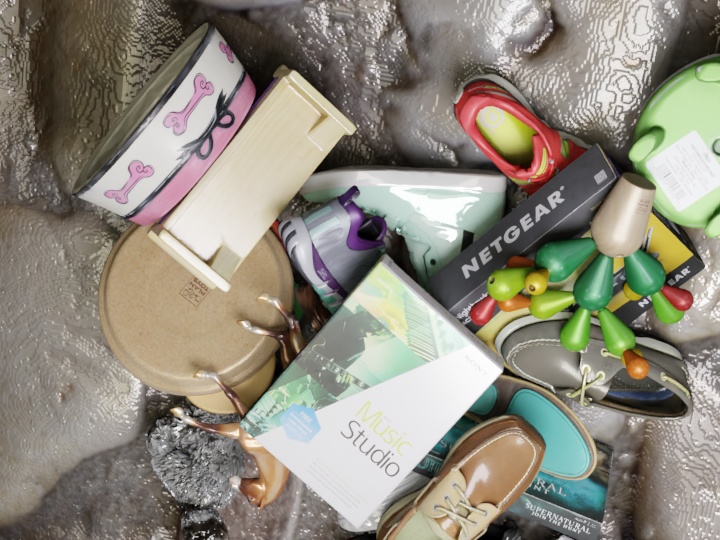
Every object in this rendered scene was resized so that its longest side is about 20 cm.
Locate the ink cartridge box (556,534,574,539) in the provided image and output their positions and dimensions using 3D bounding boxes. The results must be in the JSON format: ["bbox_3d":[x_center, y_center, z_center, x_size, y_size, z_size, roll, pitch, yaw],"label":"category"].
[{"bbox_3d":[0.187,0.367,1.285,0.144,0.084,0.200,28,113,-34],"label":"ink cartridge box"}]

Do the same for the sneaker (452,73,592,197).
[{"bbox_3d":[0.161,-0.094,1.195,0.199,0.085,0.077,35,109,-8],"label":"sneaker"}]

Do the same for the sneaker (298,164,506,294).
[{"bbox_3d":[0.035,-0.037,1.248,0.198,0.074,0.120,4,100,9],"label":"sneaker"}]

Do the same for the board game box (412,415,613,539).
[{"bbox_3d":[0.136,0.173,1.249,0.198,0.135,0.028,21,117,6],"label":"board game box"}]

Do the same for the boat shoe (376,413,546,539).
[{"bbox_3d":[0.084,0.209,1.162,0.075,0.074,0.200,40,117,-4],"label":"boat shoe"}]

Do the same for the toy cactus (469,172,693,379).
[{"bbox_3d":[0.201,0.002,1.113,0.197,0.103,0.167,12,117,-14],"label":"toy cactus"}]

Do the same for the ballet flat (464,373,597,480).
[{"bbox_3d":[0.140,0.124,1.242,0.199,0.063,0.069,32,105,21],"label":"ballet flat"}]

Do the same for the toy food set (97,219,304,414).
[{"bbox_3d":[-0.154,0.024,1.287,0.198,0.049,0.200,22,78,8],"label":"toy food set"}]

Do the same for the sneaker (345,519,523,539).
[{"bbox_3d":[0.074,0.276,1.327,0.198,0.071,0.099,5,106,10],"label":"sneaker"}]

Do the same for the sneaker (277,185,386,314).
[{"bbox_3d":[0.000,0.000,1.226,0.087,0.200,0.075,-31,57,3],"label":"sneaker"}]

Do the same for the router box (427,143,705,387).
[{"bbox_3d":[0.185,0.003,1.196,0.200,0.053,0.157,-40,129,19],"label":"router box"}]

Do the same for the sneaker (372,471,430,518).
[{"bbox_3d":[-0.008,0.179,1.284,0.199,0.082,0.074,33,84,15],"label":"sneaker"}]

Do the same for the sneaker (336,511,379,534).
[{"bbox_3d":[0.061,0.202,1.311,0.198,0.074,0.080,-14,96,16],"label":"sneaker"}]

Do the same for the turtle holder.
[{"bbox_3d":[0.312,-0.129,1.131,0.140,0.132,0.187,25,108,6],"label":"turtle holder"}]

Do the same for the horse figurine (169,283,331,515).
[{"bbox_3d":[-0.079,0.108,1.230,0.132,0.050,0.201,39,82,-8],"label":"horse figurine"}]

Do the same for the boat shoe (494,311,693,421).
[{"bbox_3d":[0.215,0.090,1.202,0.199,0.061,0.072,13,129,-23],"label":"boat shoe"}]

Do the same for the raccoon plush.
[{"bbox_3d":[-0.120,0.189,1.321,0.133,0.097,0.202,-33,72,19],"label":"raccoon plush"}]

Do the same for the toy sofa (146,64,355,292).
[{"bbox_3d":[-0.102,-0.085,1.216,0.083,0.098,0.201,40,86,-18],"label":"toy sofa"}]

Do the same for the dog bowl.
[{"bbox_3d":[-0.174,-0.127,1.219,0.074,0.201,0.200,38,111,-17],"label":"dog bowl"}]

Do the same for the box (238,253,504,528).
[{"bbox_3d":[0.009,0.107,1.168,0.144,0.036,0.200,40,103,-4],"label":"box"}]
